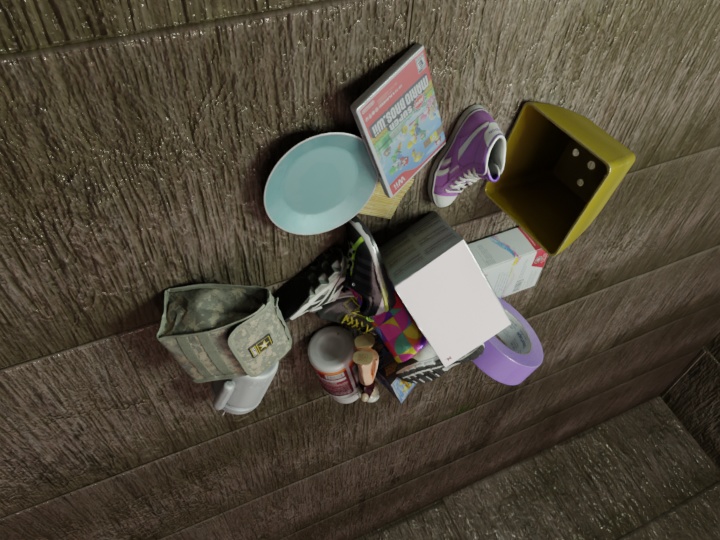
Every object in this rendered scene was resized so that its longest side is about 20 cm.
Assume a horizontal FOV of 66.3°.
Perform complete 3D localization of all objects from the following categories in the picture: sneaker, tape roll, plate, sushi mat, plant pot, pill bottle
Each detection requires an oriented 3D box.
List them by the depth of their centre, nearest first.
[{"bbox_3d":[-0.063,-0.139,0.878,0.196,0.026,0.203,-19,142,-15],"label":"plate"},{"bbox_3d":[0.000,-0.140,0.952,0.196,0.012,0.096,5,133,-38],"label":"sushi mat"},{"bbox_3d":[0.186,-0.169,0.963,0.071,0.116,0.203,-9,141,-27],"label":"sneaker"},{"bbox_3d":[0.000,0.000,0.997,0.081,0.072,0.204,-24,105,-6],"label":"sneaker"},{"bbox_3d":[0.388,-0.183,1.032,0.173,0.201,0.203,-18,144,-33],"label":"plant pot"},{"bbox_3d":[-0.090,0.049,1.061,0.198,0.075,0.088,-37,142,10],"label":"sneaker"},{"bbox_3d":[0.158,0.168,1.136,0.197,0.081,0.074,-27,140,18],"label":"sneaker"},{"bbox_3d":[0.004,0.093,1.148,0.195,0.086,0.075,-2,151,-20],"label":"sneaker"},{"bbox_3d":[0.299,0.145,1.195,0.197,0.202,0.066,7,133,-39],"label":"tape roll"},{"bbox_3d":[-0.049,0.223,1.265,0.107,0.111,0.202,-24,144,-7],"label":"pill bottle"}]

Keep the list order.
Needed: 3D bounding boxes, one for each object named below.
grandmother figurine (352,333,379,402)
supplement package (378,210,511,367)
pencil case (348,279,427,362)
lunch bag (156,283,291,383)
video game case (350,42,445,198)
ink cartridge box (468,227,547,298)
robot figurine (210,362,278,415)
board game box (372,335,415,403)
[{"bbox_3d":[0.015,0.227,1.187,0.059,0.123,0.202,8,144,12],"label":"grandmother figurine"},{"bbox_3d":[0.150,0.027,1.035,0.145,0.201,0.193,-33,110,5],"label":"supplement package"},{"bbox_3d":[0.056,0.083,1.096,0.087,0.202,0.088,-34,-173,5],"label":"pencil case"},{"bbox_3d":[-0.225,0.108,0.963,0.194,0.120,0.166,-8,143,3],"label":"lunch bag"},{"bbox_3d":[0.066,-0.225,0.860,0.143,0.017,0.201,-45,146,-10],"label":"video game case"},{"bbox_3d":[0.320,-0.009,1.268,0.196,0.084,0.147,-18,144,-17],"label":"ink cartridge box"},{"bbox_3d":[-0.237,0.211,1.117,0.169,0.112,0.202,-40,164,-53],"label":"robot figurine"},{"bbox_3d":[0.099,0.199,1.262,0.197,0.201,0.062,-30,117,1],"label":"board game box"}]
